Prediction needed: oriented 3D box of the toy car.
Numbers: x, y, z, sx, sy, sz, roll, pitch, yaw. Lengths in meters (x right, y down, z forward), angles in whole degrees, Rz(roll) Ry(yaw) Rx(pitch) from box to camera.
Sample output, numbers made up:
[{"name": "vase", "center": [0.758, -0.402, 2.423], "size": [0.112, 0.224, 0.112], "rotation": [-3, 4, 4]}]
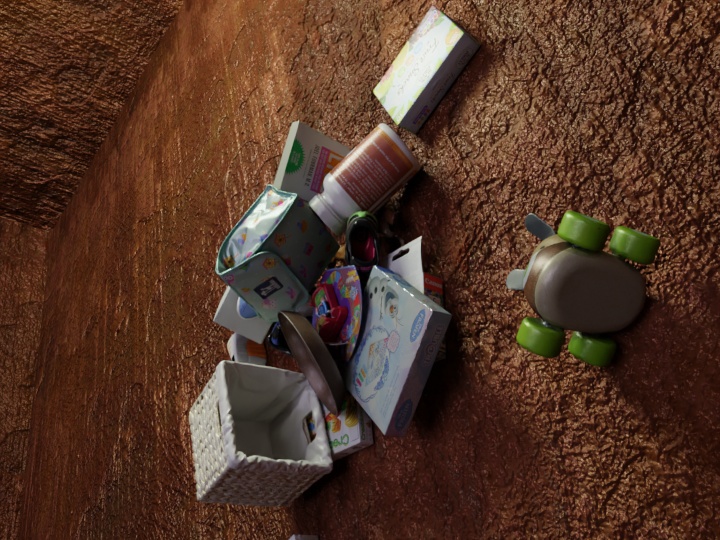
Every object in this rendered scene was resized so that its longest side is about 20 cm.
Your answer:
[{"name": "toy car", "center": [0.248, -0.001, 0.851], "size": [0.200, 0.156, 0.166], "rotation": [-132, 57, -62]}]

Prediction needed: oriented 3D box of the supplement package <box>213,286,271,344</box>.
[{"name": "supplement package", "center": [-0.218, 0.032, 1.428], "size": [0.202, 0.116, 0.117], "rotation": [-60, 14, 13]}]

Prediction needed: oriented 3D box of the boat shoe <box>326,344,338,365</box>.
[{"name": "boat shoe", "center": [-0.042, 0.100, 1.242], "size": [0.073, 0.064, 0.202], "rotation": [99, 165, -53]}]

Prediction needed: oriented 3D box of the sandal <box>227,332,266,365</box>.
[{"name": "sandal", "center": [-0.261, 0.165, 1.491], "size": [0.059, 0.078, 0.208], "rotation": [-52, 31, 24]}]

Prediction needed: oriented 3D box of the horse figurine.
[{"name": "horse figurine", "center": [0.013, -0.044, 1.248], "size": [0.201, 0.049, 0.133], "rotation": [-53, 45, 26]}]

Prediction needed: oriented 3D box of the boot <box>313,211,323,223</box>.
[{"name": "boot", "center": [-0.088, -0.197, 1.434], "size": [0.199, 0.073, 0.164], "rotation": [-49, 38, 28]}]

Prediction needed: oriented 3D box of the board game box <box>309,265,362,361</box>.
[{"name": "board game box", "center": [-0.059, 0.072, 1.148], "size": [0.199, 0.038, 0.161], "rotation": [-8, 77, 62]}]

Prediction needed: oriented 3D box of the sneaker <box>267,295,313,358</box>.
[{"name": "sneaker", "center": [-0.127, 0.106, 1.302], "size": [0.081, 0.114, 0.200], "rotation": [-53, 38, 19]}]

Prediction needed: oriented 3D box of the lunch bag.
[{"name": "lunch bag", "center": [-0.154, -0.023, 1.210], "size": [0.121, 0.171, 0.201], "rotation": [19, 68, 40]}]

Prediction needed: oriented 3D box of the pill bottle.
[{"name": "pill bottle", "center": [0.004, -0.161, 1.213], "size": [0.200, 0.112, 0.112], "rotation": [-42, 41, 4]}]

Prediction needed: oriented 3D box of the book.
[{"name": "book", "center": [-0.065, -0.184, 1.284], "size": [0.048, 0.198, 0.136], "rotation": [8, 81, 53]}]

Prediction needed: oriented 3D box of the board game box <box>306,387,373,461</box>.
[{"name": "board game box", "center": [-0.057, 0.277, 1.199], "size": [0.199, 0.034, 0.128], "rotation": [-35, 49, 39]}]

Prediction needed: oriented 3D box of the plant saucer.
[{"name": "plant saucer", "center": [-0.079, 0.151, 1.129], "size": [0.034, 0.202, 0.200], "rotation": [-28, 35, -15]}]

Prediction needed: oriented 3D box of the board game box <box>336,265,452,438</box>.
[{"name": "board game box", "center": [0.044, 0.120, 1.042], "size": [0.199, 0.043, 0.203], "rotation": [40, 112, 59]}]

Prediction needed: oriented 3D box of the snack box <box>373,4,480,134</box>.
[{"name": "snack box", "center": [0.120, -0.380, 1.259], "size": [0.201, 0.053, 0.143], "rotation": [-53, 41, 23]}]

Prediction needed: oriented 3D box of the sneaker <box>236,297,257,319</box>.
[{"name": "sneaker", "center": [-0.168, 0.032, 1.330], "size": [0.199, 0.076, 0.077], "rotation": [-37, 18, 6]}]

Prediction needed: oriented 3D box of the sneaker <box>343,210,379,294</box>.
[{"name": "sneaker", "center": [0.000, 0.000, 1.158], "size": [0.084, 0.075, 0.203], "rotation": [-69, -26, -79]}]

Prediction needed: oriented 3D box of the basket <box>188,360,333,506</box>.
[{"name": "basket", "center": [-0.182, 0.291, 1.162], "size": [0.161, 0.198, 0.200], "rotation": [-49, 42, 30]}]

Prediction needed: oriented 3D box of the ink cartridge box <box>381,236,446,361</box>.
[{"name": "ink cartridge box", "center": [0.086, 0.057, 1.104], "size": [0.108, 0.050, 0.203], "rotation": [-28, 52, 45]}]

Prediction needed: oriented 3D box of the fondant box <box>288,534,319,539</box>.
[{"name": "fondant box", "center": [-0.127, 0.574, 1.135], "size": [0.201, 0.058, 0.145], "rotation": [-53, 39, 24]}]
